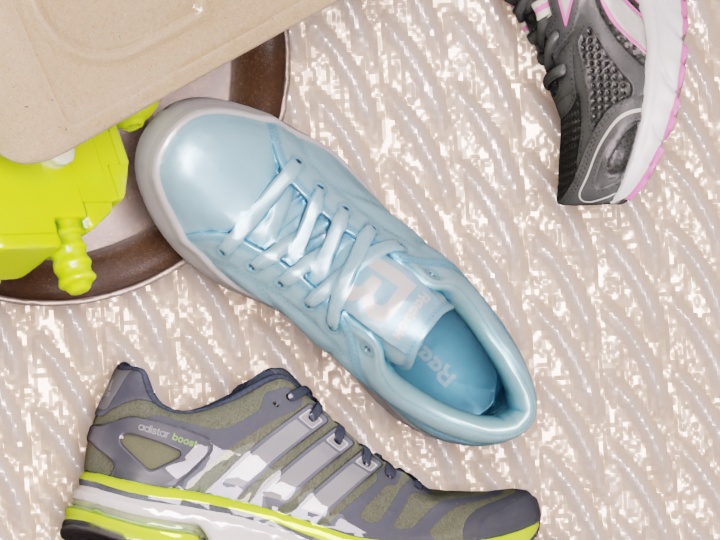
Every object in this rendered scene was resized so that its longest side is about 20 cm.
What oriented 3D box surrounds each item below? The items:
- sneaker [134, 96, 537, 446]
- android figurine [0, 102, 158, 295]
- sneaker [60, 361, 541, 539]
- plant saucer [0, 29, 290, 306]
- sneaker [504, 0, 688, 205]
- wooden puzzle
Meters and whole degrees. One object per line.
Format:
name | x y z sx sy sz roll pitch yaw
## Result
sneaker | 0.000 0.000 1.151 0.200 0.082 0.074 37 79 -24
android figurine | -0.153 -0.080 1.079 0.181 0.041 0.201 0 65 -45
sneaker | -0.020 0.082 1.171 0.199 0.074 0.082 7 84 -16
plant saucer | -0.128 -0.086 1.166 0.199 0.032 0.202 0 89 -15
sneaker | 0.087 -0.122 1.207 0.086 0.080 0.202 6 75 -9
wooden puzzle | -0.081 -0.163 1.040 0.199 0.046 0.186 -29 112 -15
